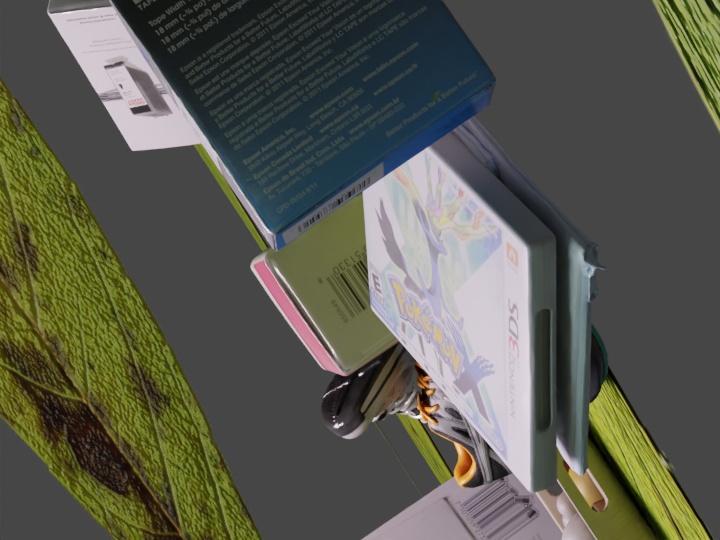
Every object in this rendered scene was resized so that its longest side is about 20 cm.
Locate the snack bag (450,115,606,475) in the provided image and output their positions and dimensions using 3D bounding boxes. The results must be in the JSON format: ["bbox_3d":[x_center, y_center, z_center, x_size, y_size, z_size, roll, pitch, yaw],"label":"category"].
[{"bbox_3d":[0.078,0.004,1.275,0.200,0.021,0.189,51,154,42],"label":"snack bag"}]

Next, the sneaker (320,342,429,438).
[{"bbox_3d":[0.045,0.104,1.866,0.116,0.075,0.201,50,-145,-12],"label":"sneaker"}]

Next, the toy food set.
[{"bbox_3d":[0.147,0.157,1.646,0.144,0.060,0.200,56,174,-1],"label":"toy food set"}]

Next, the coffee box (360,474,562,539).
[{"bbox_3d":[0.121,0.311,2.031,0.200,0.199,0.198,54,175,20],"label":"coffee box"}]

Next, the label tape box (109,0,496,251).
[{"bbox_3d":[-0.042,-0.135,1.160,0.201,0.144,0.063,56,177,7],"label":"label tape box"}]

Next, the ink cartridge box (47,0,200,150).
[{"bbox_3d":[-0.189,-0.222,1.916,0.200,0.082,0.148,62,-152,-53],"label":"ink cartridge box"}]

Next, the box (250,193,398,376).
[{"bbox_3d":[0.000,0.000,1.653,0.109,0.128,0.200,55,175,-2],"label":"box"}]

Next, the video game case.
[{"bbox_3d":[0.055,0.003,1.273,0.200,0.022,0.183,49,152,46],"label":"video game case"}]

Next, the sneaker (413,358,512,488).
[{"bbox_3d":[0.077,0.096,1.813,0.201,0.077,0.078,59,175,-16],"label":"sneaker"}]

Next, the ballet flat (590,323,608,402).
[{"bbox_3d":[0.110,0.065,1.394,0.073,0.073,0.200,55,174,3],"label":"ballet flat"}]
